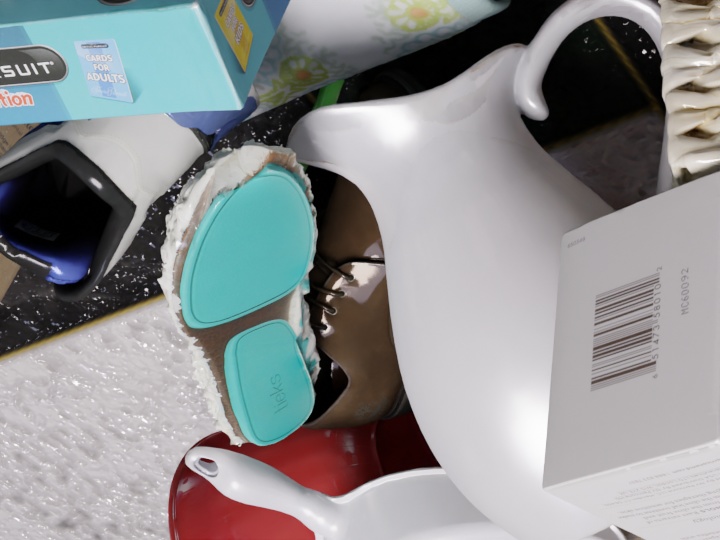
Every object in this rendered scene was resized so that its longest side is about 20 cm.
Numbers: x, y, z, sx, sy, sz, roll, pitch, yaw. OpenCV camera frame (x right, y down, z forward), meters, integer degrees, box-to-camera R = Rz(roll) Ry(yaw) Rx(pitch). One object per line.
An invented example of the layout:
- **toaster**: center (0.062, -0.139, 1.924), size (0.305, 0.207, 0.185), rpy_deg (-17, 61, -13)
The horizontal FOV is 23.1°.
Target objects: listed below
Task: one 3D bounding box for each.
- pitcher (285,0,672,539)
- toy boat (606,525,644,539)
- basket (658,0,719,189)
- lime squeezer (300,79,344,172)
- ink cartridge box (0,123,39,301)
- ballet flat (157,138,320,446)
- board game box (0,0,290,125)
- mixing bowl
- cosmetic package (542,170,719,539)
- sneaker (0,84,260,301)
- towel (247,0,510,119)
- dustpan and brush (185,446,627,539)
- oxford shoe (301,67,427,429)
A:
- **pitcher**: center (0.086, -0.003, 0.726), size (0.171, 0.121, 0.201), rpy_deg (-28, 83, 6)
- **toy boat**: center (0.098, 0.068, 0.877), size (0.130, 0.131, 0.201), rpy_deg (17, 138, 17)
- **basket**: center (0.196, -0.051, 0.684), size (0.135, 0.124, 0.200), rpy_deg (-5, 149, 22)
- **lime squeezer**: center (-0.015, -0.022, 0.893), size (0.070, 0.038, 0.201), rpy_deg (-23, 130, -4)
- **ink cartridge box**: center (-0.239, -0.065, 0.820), size (0.075, 0.165, 0.200), rpy_deg (-12, 129, 31)
- **ballet flat**: center (-0.058, 0.004, 0.760), size (0.071, 0.072, 0.200), rpy_deg (11, 143, 8)
- **board game box**: center (-0.118, -0.120, 0.669), size (0.199, 0.151, 0.047), rpy_deg (-2, 134, 23)
- **mixing bowl**: center (0.008, 0.142, 0.944), size (0.200, 0.200, 0.108), rpy_deg (38, 119, -20)
- **cosmetic package**: center (0.165, 0.058, 0.651), size (0.199, 0.108, 0.085), rpy_deg (26, 148, -33)
- **sneaker**: center (-0.126, -0.048, 0.784), size (0.081, 0.115, 0.199), rpy_deg (45, 164, -12)
- **towel**: center (-0.054, -0.160, 0.751), size (0.171, 0.048, 0.200), rpy_deg (-16, 127, 35)
- **dustpan and brush**: center (0.009, 0.130, 0.825), size (0.199, 0.057, 0.140), rpy_deg (20, 123, -22)
- **oxford shoe**: center (0.000, 0.000, 0.832), size (0.073, 0.084, 0.201), rpy_deg (41, 136, 40)
